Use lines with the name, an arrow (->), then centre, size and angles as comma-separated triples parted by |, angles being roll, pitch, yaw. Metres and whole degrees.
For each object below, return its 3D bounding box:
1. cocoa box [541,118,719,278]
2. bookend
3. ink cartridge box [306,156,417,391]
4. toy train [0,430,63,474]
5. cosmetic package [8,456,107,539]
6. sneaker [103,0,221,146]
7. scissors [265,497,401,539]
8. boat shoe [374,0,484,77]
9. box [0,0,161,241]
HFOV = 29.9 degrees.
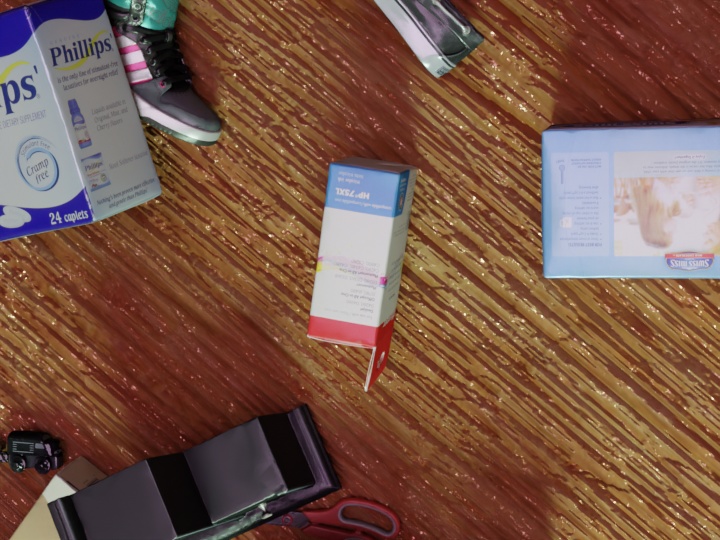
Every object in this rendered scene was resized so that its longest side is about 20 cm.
cocoa box -> 0.260, -0.064, 1.182 | 0.199, 0.131, 0.134 | 0, 97, 11
bookend -> -0.148, 0.210, 1.259 | 0.200, 0.199, 0.092 | -26, 80, 12
ink cartridge box -> 0.000, 0.000, 1.250 | 0.067, 0.116, 0.201 | 10, 99, 9
toy train -> -0.403, 0.181, 1.396 | 0.199, 0.034, 0.046 | 2, 94, 11
cosmetic package -> -0.312, 0.302, 1.375 | 0.105, 0.071, 0.200 | 36, 102, 4
sneaker -> -0.192, -0.219, 1.280 | 0.200, 0.084, 0.121 | 38, 112, 5
scissors -> -0.059, 0.243, 1.349 | 0.199, 0.014, 0.073 | 17, 103, 10
boat shoe -> 0.036, -0.274, 1.227 | 0.068, 0.074, 0.200 | -36, 90, 18
box -> -0.308, -0.139, 1.259 | 0.184, 0.105, 0.201 | -9, 103, 34
